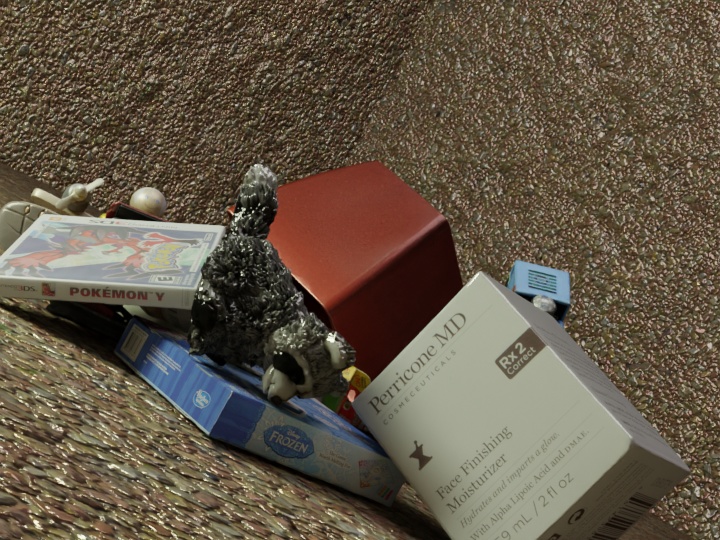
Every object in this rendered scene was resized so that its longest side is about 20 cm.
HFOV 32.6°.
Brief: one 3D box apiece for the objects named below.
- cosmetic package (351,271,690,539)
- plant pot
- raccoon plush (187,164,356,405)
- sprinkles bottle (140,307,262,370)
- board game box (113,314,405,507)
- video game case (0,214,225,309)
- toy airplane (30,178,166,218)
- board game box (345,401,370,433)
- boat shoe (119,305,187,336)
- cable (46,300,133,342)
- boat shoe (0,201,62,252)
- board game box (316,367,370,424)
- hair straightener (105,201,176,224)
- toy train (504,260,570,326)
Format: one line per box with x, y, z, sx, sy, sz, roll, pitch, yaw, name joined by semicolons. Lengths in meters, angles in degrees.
0.135;0.140;1.038;0.200;0.165;0.165;49;11;32;cosmetic package
0.000;0.000;1.349;0.200;0.176;0.200;44;-18;38;plant pot
-0.055;0.011;0.992;0.134;0.200;0.097;13;-14;5;raccoon plush
-0.130;0.035;1.130;0.068;0.068;0.200;29;-7;-42;sprinkles bottle
-0.087;0.118;1.059;0.199;0.043;0.200;30;-1;-36;board game box
-0.222;-0.012;1.110;0.182;0.023;0.200;4;18;-1;video game case
-0.282;-0.036;1.519;0.199;0.141;0.200;27;-1;35;toy airplane
-0.027;0.156;1.608;0.200;0.046;0.151;28;-1;44;board game box
-0.152;0.077;1.227;0.201;0.061;0.072;16;38;14;boat shoe
-0.210;0.048;1.140;0.200;0.050;0.097;27;2;-2;cable
-0.294;0.002;1.284;0.200;0.075;0.073;37;-11;-11;boat shoe
-0.091;0.097;1.277;0.200;0.030;0.096;26;-46;5;board game box
-0.175;-0.005;1.281;0.200;0.041;0.077;27;26;-16;hair straightener
0.190;0.089;1.465;0.087;0.200;0.114;14;42;-2;toy train
